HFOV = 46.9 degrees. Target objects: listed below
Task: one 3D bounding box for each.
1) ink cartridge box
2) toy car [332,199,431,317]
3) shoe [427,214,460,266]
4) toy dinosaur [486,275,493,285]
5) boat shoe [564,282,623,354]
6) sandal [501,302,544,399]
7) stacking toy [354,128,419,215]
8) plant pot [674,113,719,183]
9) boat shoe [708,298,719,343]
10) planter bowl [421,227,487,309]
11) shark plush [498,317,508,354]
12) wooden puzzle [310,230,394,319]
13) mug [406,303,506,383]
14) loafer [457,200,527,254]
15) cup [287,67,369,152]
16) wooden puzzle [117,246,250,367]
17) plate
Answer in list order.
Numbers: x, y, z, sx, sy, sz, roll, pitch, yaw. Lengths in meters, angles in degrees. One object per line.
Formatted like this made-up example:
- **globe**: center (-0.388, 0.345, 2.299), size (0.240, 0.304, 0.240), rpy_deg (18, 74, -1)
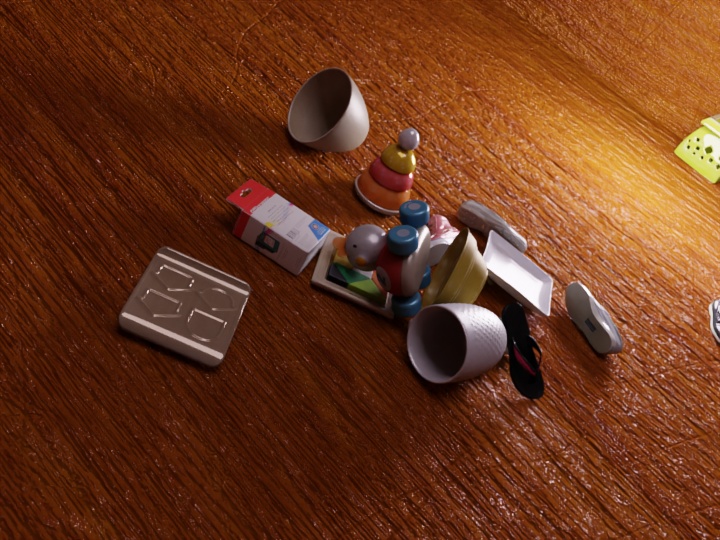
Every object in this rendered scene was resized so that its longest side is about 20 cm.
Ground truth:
- **ink cartridge box**: center (-0.176, -0.091, 1.686), size (0.199, 0.068, 0.116), rpy_deg (33, 35, 5)
- **toy car**: center (0.033, -0.031, 1.663), size (0.197, 0.186, 0.178), rpy_deg (6, 38, 16)
- **shoe**: center (0.167, -0.071, 1.907), size (0.091, 0.072, 0.199), rpy_deg (44, 32, 22)
- **toy dinosaur**: center (0.226, 0.001, 1.867), size (0.198, 0.058, 0.102), rpy_deg (-3, 48, -37)
- **boat shoe**: center (0.552, 0.117, 1.958), size (0.071, 0.070, 0.202), rpy_deg (14, 40, -39)
- **sandal**: center (0.333, 0.165, 1.673), size (0.075, 0.045, 0.202), rpy_deg (-17, 94, -34)
- **stacking toy**: center (0.084, -0.244, 1.942), size (0.145, 0.201, 0.147), rpy_deg (18, 37, -15)
- **plant pot**: center (1.337, -0.470, 3.120), size (0.200, 0.182, 0.198), rpy_deg (44, 38, 21)
- **boat shoe**: center (0.992, 0.136, 2.234), size (0.074, 0.066, 0.200), rpy_deg (29, 35, -2)
- **planter bowl**: center (0.206, 0.019, 1.710), size (0.083, 0.201, 0.201), rpy_deg (29, 35, -5)
- **shark plush**: center (0.244, 0.116, 1.766), size (0.199, 0.092, 0.083), rpy_deg (30, 8, 27)
- **wooden puzzle**: center (0.000, 0.000, 1.727), size (0.183, 0.037, 0.201), rpy_deg (24, 36, -8)
- **mug**: center (0.181, 0.130, 1.624), size (0.199, 0.150, 0.174), rpy_deg (18, 13, 41)
- **loafer**: center (0.335, -0.112, 2.072), size (0.199, 0.070, 0.070), rpy_deg (38, 45, 12)
- **cup**: center (-0.059, -0.372, 2.032), size (0.143, 0.200, 0.201), rpy_deg (30, 26, -47)
- **wooden puzzle**: center (-0.301, 0.066, 1.432), size (0.184, 0.046, 0.201), rpy_deg (24, 40, -7)
- **plate**: center (0.363, 0.010, 1.946), size (0.199, 0.032, 0.200), rpy_deg (39, 29, -4)
